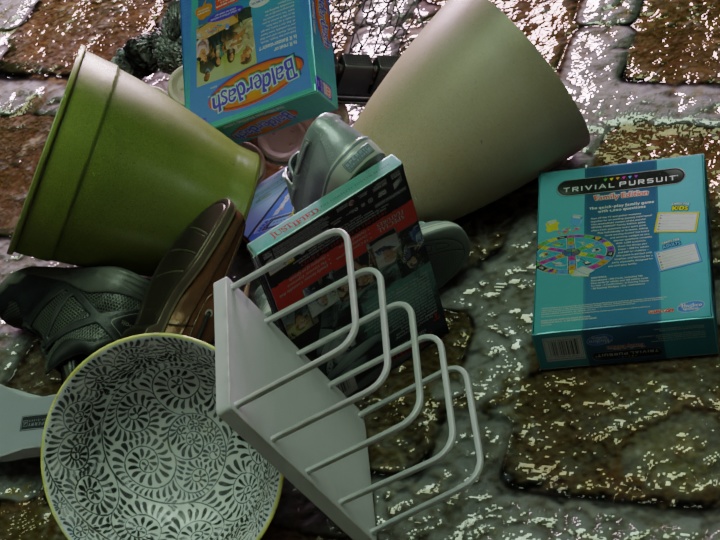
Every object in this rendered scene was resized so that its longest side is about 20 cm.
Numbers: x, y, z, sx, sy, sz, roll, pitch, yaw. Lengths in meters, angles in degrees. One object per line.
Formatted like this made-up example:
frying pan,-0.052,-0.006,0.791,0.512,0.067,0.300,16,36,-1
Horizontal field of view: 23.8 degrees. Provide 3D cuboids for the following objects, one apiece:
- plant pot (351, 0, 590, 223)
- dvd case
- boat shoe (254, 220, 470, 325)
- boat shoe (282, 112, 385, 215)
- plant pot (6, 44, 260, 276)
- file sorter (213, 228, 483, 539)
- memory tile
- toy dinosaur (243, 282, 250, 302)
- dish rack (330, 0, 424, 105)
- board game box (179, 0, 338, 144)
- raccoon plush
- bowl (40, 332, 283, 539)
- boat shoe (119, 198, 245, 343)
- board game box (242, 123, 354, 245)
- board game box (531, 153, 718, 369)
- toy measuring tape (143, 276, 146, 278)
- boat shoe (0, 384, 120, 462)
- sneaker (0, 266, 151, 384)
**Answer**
plant pot,0.076,-0.123,1.568,0.200,0.188,0.187,-40,45,-3
dvd case,-0.006,0.017,1.414,0.145,0.201,0.022,-33,44,-14
boat shoe,0.000,0.001,1.525,0.201,0.075,0.065,-26,42,5
boat shoe,-0.029,-0.077,1.458,0.070,0.201,0.072,-39,80,-20
plant pot,-0.200,-0.077,1.564,0.192,0.201,0.201,20,45,-11
file sorter,-0.006,0.089,1.319,0.124,0.200,0.139,-27,40,19
memory tile,-0.122,-0.154,1.696,0.199,0.017,0.154,-29,70,-13
toy dinosaur,-0.096,0.077,1.438,0.060,0.107,0.200,-32,0,-9
dish rack,-0.008,-0.261,1.730,0.152,0.055,0.201,1,55,-23
board game box,-0.102,-0.230,1.660,0.151,0.045,0.202,-16,64,25
raccoon plush,-0.179,-0.200,1.812,0.199,0.096,0.135,-32,54,39
bowl,-0.150,0.149,1.383,0.199,0.094,0.203,0,90,9
boat shoe,-0.149,0.036,1.476,0.201,0.068,0.072,-59,25,-10
board game box,-0.031,-0.082,1.659,0.199,0.020,0.103,-33,43,-15
board game box,0.228,-0.010,1.471,0.150,0.047,0.201,-6,44,14
toy measuring tape,-0.245,-0.064,1.679,0.073,0.074,0.201,-20,42,-2
boat shoe,-0.278,0.139,1.488,0.199,0.056,0.069,-2,69,38
sneaker,-0.276,0.058,1.556,0.198,0.076,0.115,0,64,39
